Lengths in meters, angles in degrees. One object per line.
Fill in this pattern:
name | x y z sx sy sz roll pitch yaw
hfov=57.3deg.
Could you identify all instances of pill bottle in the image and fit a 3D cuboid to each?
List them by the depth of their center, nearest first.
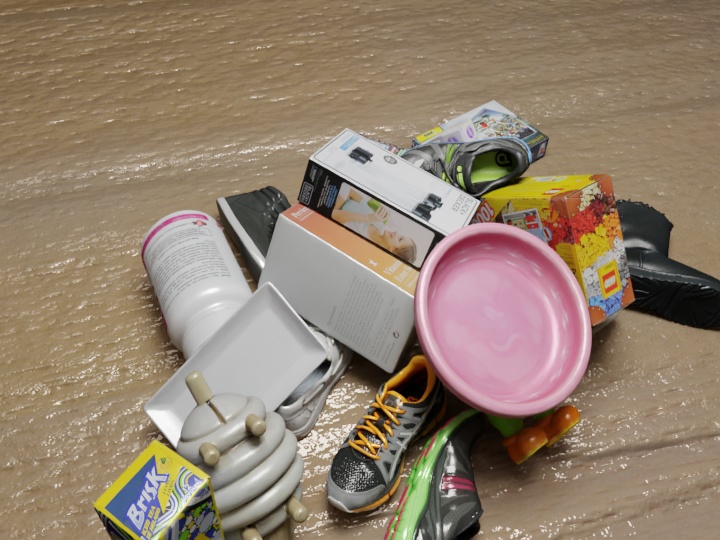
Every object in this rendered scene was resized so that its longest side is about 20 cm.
pill bottle | -0.196 0.031 0.820 0.111 0.115 0.202 -19 50 -19

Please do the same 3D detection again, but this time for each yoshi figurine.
yoshi figurine | 0.160 0.099 0.741 0.111 0.112 0.202 -37 65 9

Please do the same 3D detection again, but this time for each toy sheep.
toy sheep | -0.119 0.191 0.648 0.134 0.206 0.138 -20 7 3

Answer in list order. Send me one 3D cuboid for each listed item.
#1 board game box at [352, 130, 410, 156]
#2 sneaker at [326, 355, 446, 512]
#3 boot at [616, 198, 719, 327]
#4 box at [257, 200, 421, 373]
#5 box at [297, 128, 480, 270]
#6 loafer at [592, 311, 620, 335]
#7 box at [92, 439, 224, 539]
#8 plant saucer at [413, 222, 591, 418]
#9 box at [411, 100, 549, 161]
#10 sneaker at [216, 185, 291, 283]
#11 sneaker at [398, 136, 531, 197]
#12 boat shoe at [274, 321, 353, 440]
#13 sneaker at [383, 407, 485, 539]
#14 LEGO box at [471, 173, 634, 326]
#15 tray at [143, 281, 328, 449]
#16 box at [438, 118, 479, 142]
board game box | 0.036 -0.093 0.954 0.195 0.099 0.161 21 50 16
sneaker | 0.027 0.172 0.721 0.077 0.079 0.200 21 48 27
boot | 0.421 -0.016 0.925 0.192 0.075 0.164 14 45 11
box | 0.000 0.000 0.813 0.197 0.108 0.152 31 32 11
box | 0.037 -0.084 0.792 0.197 0.061 0.117 31 36 9
loafer | 0.252 0.065 0.828 0.197 0.072 0.064 -30 89 -23
box | -0.162 0.238 0.571 0.063 0.204 0.070 26 49 21
plant saucer | 0.144 0.053 0.691 0.194 0.051 0.207 6 67 -14
box | 0.200 -0.207 1.107 0.197 0.038 0.137 -28 55 -25
sneaker | -0.127 -0.054 0.928 0.097 0.072 0.201 -23 48 -16
sneaker | 0.120 -0.129 0.840 0.193 0.073 0.083 -9 13 14
boat shoe | -0.051 0.101 0.792 0.069 0.070 0.203 14 49 9
sneaker | 0.090 0.235 0.687 0.082 0.077 0.202 31 55 2
LEGO box | 0.223 -0.032 0.812 0.076 0.153 0.199 -23 15 -22
tray | -0.135 0.120 0.725 0.200 0.022 0.108 -44 85 2
box | 0.170 -0.107 0.918 0.041 0.204 0.039 -9 25 44
